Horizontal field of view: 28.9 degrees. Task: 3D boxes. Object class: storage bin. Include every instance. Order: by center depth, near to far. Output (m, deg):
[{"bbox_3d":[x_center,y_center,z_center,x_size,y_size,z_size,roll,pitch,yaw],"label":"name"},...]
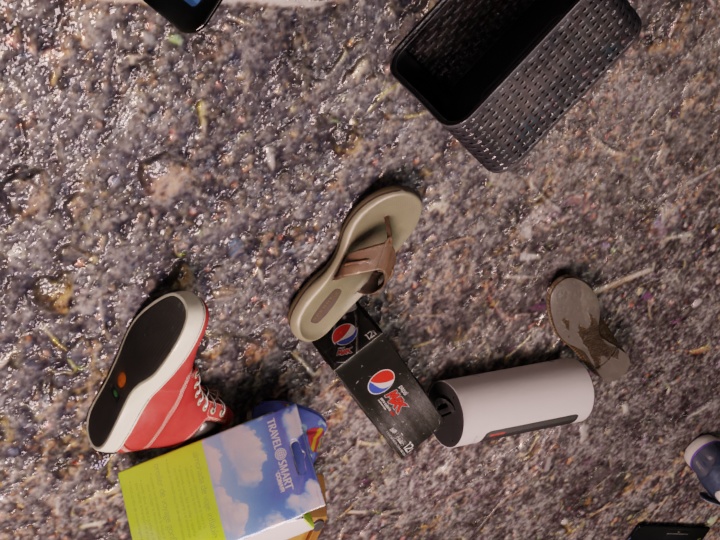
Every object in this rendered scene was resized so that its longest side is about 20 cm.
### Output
[{"bbox_3d":[0.143,-0.209,1.301,0.200,0.135,0.094,-47,137,7],"label":"storage bin"}]

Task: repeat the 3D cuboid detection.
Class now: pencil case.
[{"bbox_3d":[-0.105,0.230,1.468,0.078,0.086,0.201,84,24,-66],"label":"pencil case"}]

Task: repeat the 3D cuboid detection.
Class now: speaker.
[{"bbox_3d":[0.179,0.156,1.669,0.199,0.081,0.082,-7,128,-31],"label":"speaker"}]

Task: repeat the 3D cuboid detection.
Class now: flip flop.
[{"bbox_3d":[0.000,0.000,1.432,0.081,0.058,0.200,26,107,-44],"label":"flip flop"}]

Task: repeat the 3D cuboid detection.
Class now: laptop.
[{"bbox_3d":[0.453,0.493,2.116,0.176,0.103,0.201,10,118,-40],"label":"laptop"}]

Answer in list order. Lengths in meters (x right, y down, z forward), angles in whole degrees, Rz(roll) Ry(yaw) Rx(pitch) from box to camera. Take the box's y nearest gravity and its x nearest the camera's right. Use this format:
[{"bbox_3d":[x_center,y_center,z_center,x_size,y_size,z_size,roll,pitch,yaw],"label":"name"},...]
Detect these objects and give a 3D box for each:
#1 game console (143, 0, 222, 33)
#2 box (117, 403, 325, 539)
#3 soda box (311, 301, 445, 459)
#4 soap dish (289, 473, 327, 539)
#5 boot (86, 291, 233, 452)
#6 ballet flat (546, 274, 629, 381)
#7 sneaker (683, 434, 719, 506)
[{"bbox_3d":[-0.154,-0.310,1.029,0.175,0.116,0.201,22,110,-44],"label":"game console"},{"bbox_3d":[-0.136,0.227,1.405,0.199,0.123,0.048,-22,150,4],"label":"box"},{"bbox_3d":[0.021,0.123,1.543,0.071,0.063,0.200,-37,138,-3],"label":"soda box"},{"bbox_3d":[-0.141,0.304,1.568,0.199,0.081,0.158,4,122,-38],"label":"soap dish"},{"bbox_3d":[-0.170,0.105,1.396,0.144,0.073,0.201,9,127,-39],"label":"boot"},{"bbox_3d":[0.270,0.067,1.690,0.067,0.046,0.200,-41,132,1],"label":"ballet flat"},{"bbox_3d":[0.566,0.312,2.013,0.199,0.147,0.081,16,115,-41],"label":"sneaker"}]
